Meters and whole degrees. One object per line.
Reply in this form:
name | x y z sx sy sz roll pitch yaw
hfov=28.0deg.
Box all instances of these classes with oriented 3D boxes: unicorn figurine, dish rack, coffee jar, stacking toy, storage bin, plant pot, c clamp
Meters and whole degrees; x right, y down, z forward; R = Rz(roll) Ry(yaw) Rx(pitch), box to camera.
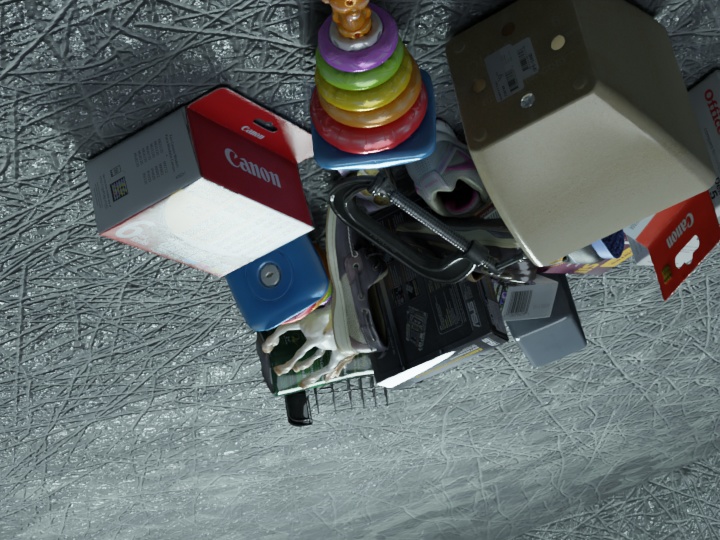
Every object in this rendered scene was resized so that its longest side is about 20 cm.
unicorn figurine | -0.047 0.083 1.786 0.137 0.074 0.200 -36 168 11
dish rack | -0.009 0.146 1.999 0.199 0.154 0.055 -7 117 -4
coffee jar | -0.035 0.103 1.931 0.199 0.104 0.086 -11 114 -11
stacking toy | -0.001 -0.188 1.264 0.115 0.110 0.200 -6 147 6
storage bin | 0.223 0.042 1.917 0.145 0.135 0.200 -23 156 9
plant pot | 0.191 -0.156 1.368 0.199 0.201 0.177 -26 146 24
stacking toy | -0.067 0.007 1.716 0.116 0.110 0.200 -30 169 18
c clamp | 0.063 -0.046 1.506 0.199 0.027 0.171 32 155 -5

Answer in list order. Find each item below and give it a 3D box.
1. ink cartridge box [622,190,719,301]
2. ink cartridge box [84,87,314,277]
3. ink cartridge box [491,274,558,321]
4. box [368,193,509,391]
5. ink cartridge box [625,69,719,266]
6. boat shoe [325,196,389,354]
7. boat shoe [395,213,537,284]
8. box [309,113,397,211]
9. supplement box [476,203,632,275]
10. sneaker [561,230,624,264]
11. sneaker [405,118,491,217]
ink cartridge box | 0.316 -0.086 1.586 0.050 0.201 0.162 -5 155 -15
ink cartridge box | -0.141 -0.083 1.440 0.175 0.084 0.200 -27 155 24
ink cartridge box | 0.133 0.008 1.797 0.199 0.051 0.109 24 -163 39
box | 0.070 0.018 1.670 0.158 0.201 0.048 -27 154 24
ink cartridge box | 0.385 -0.113 1.644 0.084 0.146 0.200 2 152 -35
boat shoe | 0.000 0.000 1.618 0.064 0.201 0.072 1 -162 15
boat shoe | 0.113 -0.021 1.576 0.074 0.074 0.199 -14 -166 -39
box | -0.003 -0.116 1.515 0.041 0.039 0.200 -19 158 9
supplement box | 0.251 -0.056 1.770 0.199 0.086 0.110 2 153 -38
sneaker | 0.218 -0.085 1.609 0.078 0.070 0.200 -12 121 39
sneaker | 0.111 -0.095 1.578 0.081 0.089 0.199 -30 154 33
